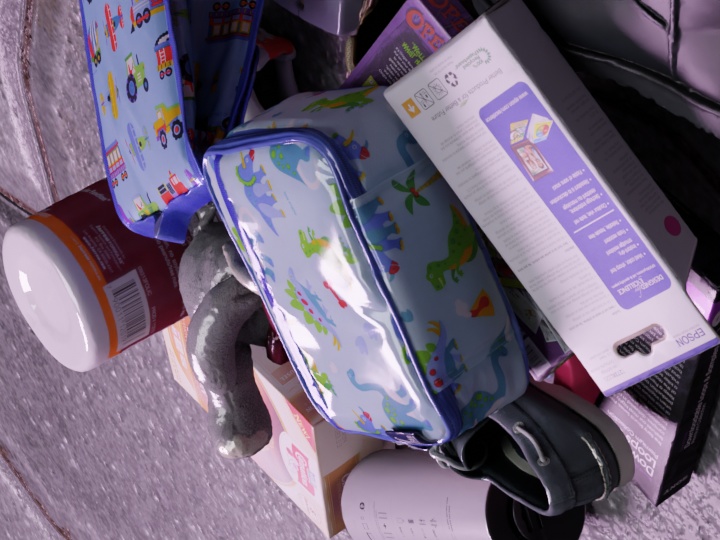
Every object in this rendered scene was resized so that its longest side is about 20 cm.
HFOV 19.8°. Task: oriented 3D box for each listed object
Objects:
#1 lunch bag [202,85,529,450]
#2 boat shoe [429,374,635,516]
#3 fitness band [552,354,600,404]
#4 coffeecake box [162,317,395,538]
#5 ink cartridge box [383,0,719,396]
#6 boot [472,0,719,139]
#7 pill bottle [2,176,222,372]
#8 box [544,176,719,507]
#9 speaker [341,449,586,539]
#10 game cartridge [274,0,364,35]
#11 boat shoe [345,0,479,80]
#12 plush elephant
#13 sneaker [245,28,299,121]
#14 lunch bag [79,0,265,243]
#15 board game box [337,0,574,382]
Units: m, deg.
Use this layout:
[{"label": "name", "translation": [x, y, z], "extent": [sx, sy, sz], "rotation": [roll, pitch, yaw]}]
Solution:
[{"label": "lunch bag", "translation": [0.000, 0.000, 1.153], "extent": [0.161, 0.082, 0.200], "rotation": [5, 122, 58]}, {"label": "boat shoe", "translation": [0.070, 0.089, 1.210], "extent": [0.200, 0.062, 0.073], "rotation": [25, 138, 46]}, {"label": "fitness band", "translation": [0.083, 0.043, 1.250], "extent": [0.144, 0.037, 0.200], "rotation": [49, 152, 18]}, {"label": "coffeecake box", "translation": [-0.064, 0.079, 1.541], "extent": [0.200, 0.073, 0.154], "rotation": [42, 155, 31]}, {"label": "ink cartridge box", "translation": [0.102, -0.036, 1.048], "extent": [0.200, 0.037, 0.095], "rotation": [55, 141, -2]}, {"label": "boot", "translation": [0.135, -0.168, 0.980], "extent": [0.200, 0.076, 0.168], "rotation": [33, 145, 33]}, {"label": "pill bottle", "translation": [-0.139, -0.022, 1.450], "extent": [0.114, 0.200, 0.114], "rotation": [39, 145, 34]}, {"label": "box", "translation": [0.149, 0.027, 1.192], "extent": [0.143, 0.036, 0.200], "rotation": [45, 148, 29]}, {"label": "speaker", "translation": [0.067, 0.162, 1.409], "extent": [0.200, 0.081, 0.081], "rotation": [-10, 107, 61]}, {"label": "game cartridge", "translation": [-0.060, -0.240, 1.289], "extent": [0.200, 0.042, 0.133], "rotation": [44, 153, 28]}, {"label": "boat shoe", "translation": [0.019, -0.135, 1.212], "extent": [0.075, 0.075, 0.202], "rotation": [54, 152, 12]}, {"label": "plush elephant", "translation": [-0.036, 0.008, 1.343], "extent": [0.155, 0.165, 0.200], "rotation": [3, 126, 50]}, {"label": "sneaker", "translation": [-0.087, -0.153, 1.397], "extent": [0.093, 0.070, 0.200], "rotation": [-34, 85, 47]}, {"label": "lunch bag", "translation": [-0.117, -0.117, 1.270], "extent": [0.151, 0.094, 0.200], "rotation": [157, 116, -62]}, {"label": "board game box", "translation": [0.071, -0.047, 1.126], "extent": [0.200, 0.032, 0.120], "rotation": [52, 144, 8]}]
